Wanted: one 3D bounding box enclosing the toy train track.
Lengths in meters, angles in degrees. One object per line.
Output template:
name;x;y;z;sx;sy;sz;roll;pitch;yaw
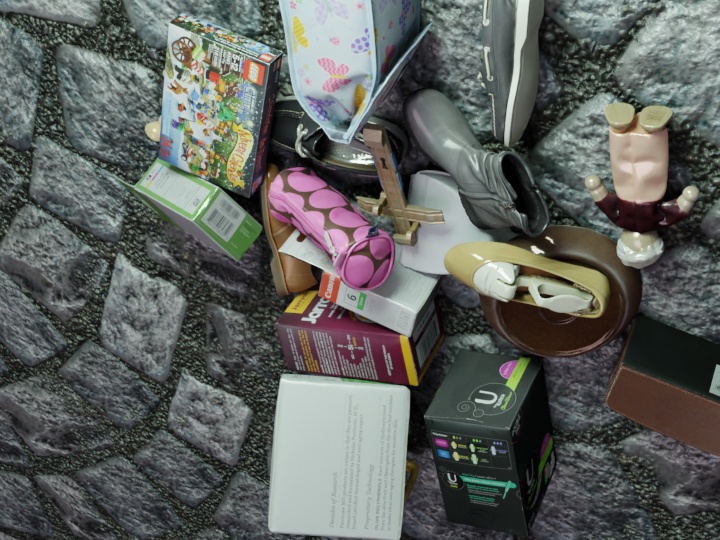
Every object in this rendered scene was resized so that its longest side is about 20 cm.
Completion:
toy train track;0.034;-0.091;1.253;0.114;0.033;0.200;11;144;25

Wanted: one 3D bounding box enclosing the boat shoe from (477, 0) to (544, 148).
boat shoe;0.158;-0.229;1.150;0.060;0.074;0.200;18;134;23

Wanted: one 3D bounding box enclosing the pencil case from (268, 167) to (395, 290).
pencil case;-0.042;-0.058;1.316;0.200;0.093;0.091;40;125;44

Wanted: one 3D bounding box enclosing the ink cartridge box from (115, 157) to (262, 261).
ink cartridge box;-0.234;-0.092;1.429;0.200;0.059;0.104;27;167;43

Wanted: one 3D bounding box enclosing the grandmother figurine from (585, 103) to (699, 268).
grandmother figurine;0.315;-0.086;1.179;0.121;0.061;0.200;16;134;30

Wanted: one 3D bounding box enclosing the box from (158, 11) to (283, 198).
box;-0.176;-0.201;1.300;0.136;0.038;0.200;24;132;11

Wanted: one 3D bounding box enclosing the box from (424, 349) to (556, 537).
box;0.182;0.233;1.439;0.124;0.149;0.200;4;126;27

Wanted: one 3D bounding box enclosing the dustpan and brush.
dustpan and brush;0.155;-0.043;1.316;0.200;0.057;0.140;21;122;22

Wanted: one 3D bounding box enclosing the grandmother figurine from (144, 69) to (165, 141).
grandmother figurine;-0.204;-0.222;1.361;0.121;0.061;0.200;33;136;-10

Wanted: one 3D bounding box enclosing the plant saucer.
plant saucer;0.245;0.037;1.299;0.200;0.035;0.201;5;126;7

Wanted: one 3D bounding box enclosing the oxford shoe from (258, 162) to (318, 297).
oxford shoe;-0.099;-0.062;1.435;0.071;0.071;0.200;-12;120;0

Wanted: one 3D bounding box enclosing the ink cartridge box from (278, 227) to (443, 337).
ink cartridge box;0.000;0.000;1.385;0.200;0.109;0.050;23;133;11

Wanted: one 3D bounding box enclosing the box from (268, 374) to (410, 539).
box;-0.033;0.243;1.411;0.171;0.199;0.201;4;86;-4

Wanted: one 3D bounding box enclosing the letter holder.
letter holder;0.406;0.168;1.304;0.200;0.101;0.142;22;134;12

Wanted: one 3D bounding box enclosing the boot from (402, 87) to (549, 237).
boot;0.137;-0.129;1.197;0.200;0.070;0.132;51;168;-15

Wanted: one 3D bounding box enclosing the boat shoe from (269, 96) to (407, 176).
boat shoe;-0.044;-0.162;1.307;0.200;0.060;0.074;18;131;15

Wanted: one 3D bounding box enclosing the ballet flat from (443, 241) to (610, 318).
ballet flat;0.195;0.012;1.231;0.199;0.063;0.069;10;125;3

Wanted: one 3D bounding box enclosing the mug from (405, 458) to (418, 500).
mug;-0.023;0.278;1.581;0.186;0.153;0.150;-1;123;28

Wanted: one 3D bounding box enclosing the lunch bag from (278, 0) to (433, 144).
lunch bag;0.001;-0.261;1.145;0.127;0.170;0.200;8;124;19

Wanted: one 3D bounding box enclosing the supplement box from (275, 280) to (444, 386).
supplement box;0.000;0.083;1.447;0.199;0.110;0.086;4;126;25
